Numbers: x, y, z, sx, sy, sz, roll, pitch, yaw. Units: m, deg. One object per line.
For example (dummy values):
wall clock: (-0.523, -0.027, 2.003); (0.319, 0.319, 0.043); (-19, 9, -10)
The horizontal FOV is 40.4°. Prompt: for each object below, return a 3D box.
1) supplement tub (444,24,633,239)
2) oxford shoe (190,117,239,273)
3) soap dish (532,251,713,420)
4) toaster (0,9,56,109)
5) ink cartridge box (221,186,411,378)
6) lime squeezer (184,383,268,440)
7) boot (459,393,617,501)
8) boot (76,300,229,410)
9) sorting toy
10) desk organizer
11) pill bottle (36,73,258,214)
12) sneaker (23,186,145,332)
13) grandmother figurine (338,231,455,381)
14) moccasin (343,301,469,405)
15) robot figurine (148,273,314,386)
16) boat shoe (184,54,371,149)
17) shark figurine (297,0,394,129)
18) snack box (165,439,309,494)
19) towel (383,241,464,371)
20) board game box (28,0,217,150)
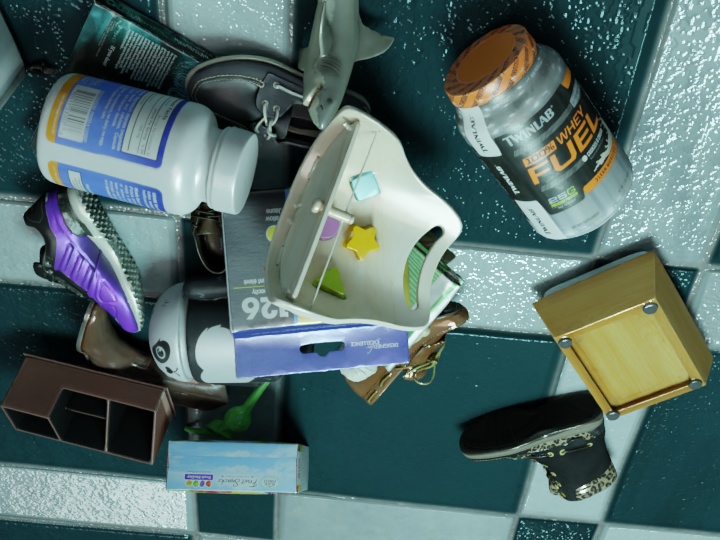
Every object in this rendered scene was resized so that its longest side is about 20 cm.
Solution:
supplement tub: (0.176, -0.137, 0.976); (0.122, 0.123, 0.200); (-29, 123, 26)
oxford shoe: (-0.155, -0.082, 1.073); (0.072, 0.085, 0.202); (1, 128, 6)
soap dish: (0.320, 0.085, 1.179); (0.156, 0.082, 0.200); (-24, 125, 22)
toaster: (-0.439, -0.224, 0.952); (0.197, 0.119, 0.182); (-10, 130, 12)
ink cartridge box: (-0.045, 0.011, 1.040); (0.195, 0.047, 0.203); (-5, 94, -5)
lime squeezer: (-0.181, 0.195, 1.313); (0.199, 0.071, 0.038); (-36, 137, 30)
boot: (0.248, 0.253, 1.335); (0.198, 0.074, 0.151); (-19, 126, 13)
boot: (-0.258, 0.111, 1.254); (0.197, 0.065, 0.187); (14, 143, -3)
sorting toy: (0.012, -0.028, 0.978); (0.178, 0.202, 0.107); (24, 170, -19)
desk organizer: (-0.344, 0.176, 1.243); (0.197, 0.078, 0.072); (12, 145, 9)
pill bottle: (-0.207, -0.119, 0.971); (0.197, 0.113, 0.113); (15, 130, 4)
sneaker: (-0.326, -0.005, 1.146); (0.098, 0.070, 0.202); (-22, 118, 1)
grandmother figurine: (0.031, 0.044, 1.150); (0.060, 0.122, 0.201); (10, 119, -40)
moccasin: (0.062, 0.105, 1.208); (0.201, 0.074, 0.078); (-40, 86, 30)
robot figurine: (-0.155, 0.074, 1.175); (0.197, 0.125, 0.153); (-1, 95, 4)
boat shoe: (-0.080, -0.164, 0.996); (0.197, 0.063, 0.073); (10, 128, -16)
shark figurine: (-0.003, -0.248, 0.934); (0.088, 0.128, 0.217); (10, 108, -15)
snack box: (-0.156, 0.262, 1.303); (0.166, 0.069, 0.200); (1, 170, 2)
towel: (0.000, 0.000, 1.104); (0.200, 0.023, 0.153); (41, 117, 5)
board game box: (-0.254, -0.177, 1.036); (0.134, 0.028, 0.200); (27, 126, -18)
